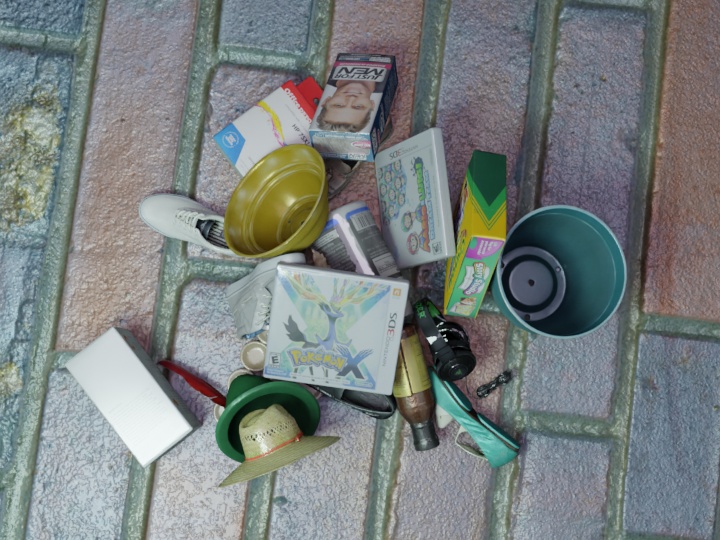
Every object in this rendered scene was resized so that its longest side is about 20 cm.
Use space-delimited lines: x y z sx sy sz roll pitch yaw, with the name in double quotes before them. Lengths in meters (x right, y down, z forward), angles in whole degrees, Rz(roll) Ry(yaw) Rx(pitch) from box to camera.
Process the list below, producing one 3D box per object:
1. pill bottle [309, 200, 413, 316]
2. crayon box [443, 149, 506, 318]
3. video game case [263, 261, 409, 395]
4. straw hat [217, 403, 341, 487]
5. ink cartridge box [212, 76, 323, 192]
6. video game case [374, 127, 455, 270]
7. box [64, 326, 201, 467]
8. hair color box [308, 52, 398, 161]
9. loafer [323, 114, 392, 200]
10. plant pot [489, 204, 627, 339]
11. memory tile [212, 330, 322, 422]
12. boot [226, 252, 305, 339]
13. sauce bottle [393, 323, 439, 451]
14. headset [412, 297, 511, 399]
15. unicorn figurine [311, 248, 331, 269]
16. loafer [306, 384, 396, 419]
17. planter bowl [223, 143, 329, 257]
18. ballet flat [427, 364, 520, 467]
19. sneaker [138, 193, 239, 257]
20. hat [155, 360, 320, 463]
"pill bottle" 0.000 0.000 1.694 0.114 0.114 0.200 -26 85 -4
"crayon box" 0.175 -0.053 1.632 0.058 0.200 0.173 9 52 -2
"video game case" -0.038 0.088 1.590 0.200 0.022 0.183 8 107 0
"straw hat" -0.134 0.246 1.578 0.201 0.201 0.085 -21 87 -4
"ink cartridge box" -0.127 -0.227 1.736 0.200 0.067 0.116 -38 87 -6
"video game case" 0.083 -0.108 1.679 0.024 0.182 0.200 -3 84 -30
"box" -0.352 0.196 1.655 0.097 0.124 0.200 -38 86 -5
"hair color box" -0.008 -0.263 1.688 0.100 0.061 0.200 5 49 13
"loafer" -0.025 -0.190 1.737 0.072 0.063 0.200 44 84 2
"plant pot" 0.288 0.010 1.662 0.200 0.188 0.201 1 84 -7
"memory tile" -0.137 0.186 1.719 0.153 0.017 0.200 27 84 1
"boot" -0.139 0.045 1.651 0.073 0.200 0.096 -5 74 -35
"sauce bottle" 0.080 0.186 1.679 0.066 0.066 0.200 -13 95 -3
"headset" 0.158 0.123 1.687 0.094 0.124 0.200 -31 112 10
"unicorn figurine" -0.055 0.078 1.651 0.074 0.137 0.200 -27 126 -23
"loafer" -0.031 0.173 1.681 0.200 0.070 0.068 30 83 -5
"planter bowl" -0.110 -0.089 1.635 0.083 0.200 0.201 38 82 -41
"ballet flat" 0.164 0.242 1.701 0.200 0.067 0.070 44 99 5
"sneaker" -0.264 -0.078 1.713 0.200 0.071 0.073 18 84 0
"hat" -0.181 0.189 1.695 0.166 0.176 0.200 -44 131 7
